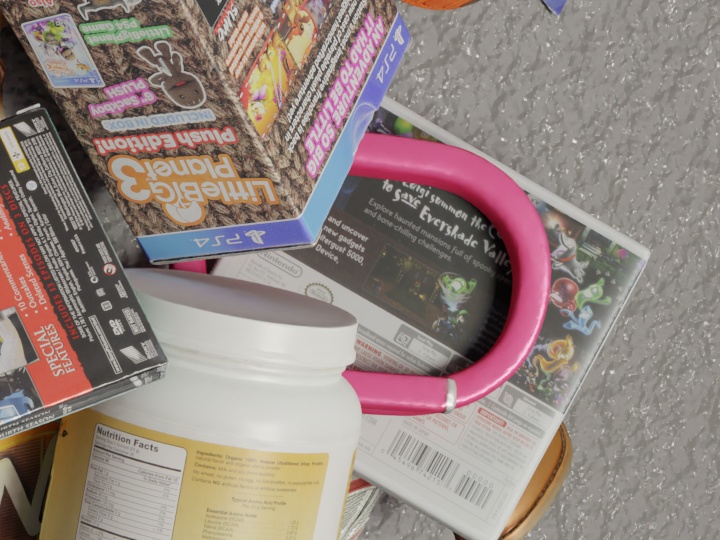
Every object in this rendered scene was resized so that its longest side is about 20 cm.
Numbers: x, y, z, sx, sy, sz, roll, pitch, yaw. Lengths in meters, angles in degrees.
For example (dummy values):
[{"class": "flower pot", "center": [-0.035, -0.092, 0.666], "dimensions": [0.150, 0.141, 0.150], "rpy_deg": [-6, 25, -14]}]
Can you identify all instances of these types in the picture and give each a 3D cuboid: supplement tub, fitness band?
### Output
[{"class": "supplement tub", "center": [-0.078, 0.109, 1.390], "dimensions": [0.144, 0.144, 0.201], "rpy_deg": [5, 100, -42]}, {"class": "fitness band", "center": [0.000, 0.000, 1.488], "dimensions": [0.199, 0.037, 0.144], "rpy_deg": [7, 80, -7]}]

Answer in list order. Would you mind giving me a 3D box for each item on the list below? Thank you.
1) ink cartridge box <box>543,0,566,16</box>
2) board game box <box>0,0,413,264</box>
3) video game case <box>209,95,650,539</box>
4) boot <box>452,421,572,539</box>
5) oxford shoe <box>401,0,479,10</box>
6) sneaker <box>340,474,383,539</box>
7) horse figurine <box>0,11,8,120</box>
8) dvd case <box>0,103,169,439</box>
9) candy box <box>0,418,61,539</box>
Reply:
[{"class": "ink cartridge box", "center": [0.120, -0.273, 1.587], "dimensions": [0.200, 0.043, 0.197], "rpy_deg": [44, 72, -39]}, {"class": "board game box", "center": [-0.076, -0.132, 1.377], "dimensions": [0.200, 0.096, 0.160], "rpy_deg": [62, 36, -34]}, {"class": "video game case", "center": [0.025, 0.019, 1.518], "dimensions": [0.200, 0.023, 0.182], "rpy_deg": [30, 79, -2]}, {"class": "boot", "center": [0.054, 0.041, 1.571], "dimensions": [0.155, 0.076, 0.201], "rpy_deg": [43, 55, -36]}, {"class": "oxford shoe", "center": [0.026, -0.197, 1.506], "dimensions": [0.071, 0.073, 0.200], "rpy_deg": [-27, 153, 14]}, {"class": "sneaker", "center": [-0.042, 0.138, 1.538], "dimensions": [0.200, 0.078, 0.082], "rpy_deg": [-41, 127, -26]}, {"class": "horse figurine", "center": [-0.204, -0.114, 1.340], "dimensions": [0.199, 0.050, 0.133], "rpy_deg": [-3, 109, -40]}, {"class": "dvd case", "center": [-0.205, 0.018, 1.299], "dimensions": [0.199, 0.146, 0.022], "rpy_deg": [-21, 159, -21]}, {"class": "candy box", "center": [-0.200, 0.083, 1.395], "dimensions": [0.115, 0.055, 0.201], "rpy_deg": [5, 98, -44]}]
